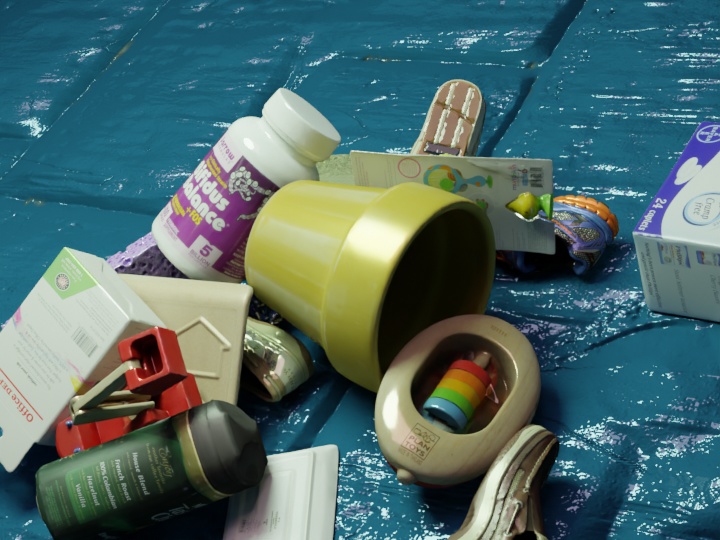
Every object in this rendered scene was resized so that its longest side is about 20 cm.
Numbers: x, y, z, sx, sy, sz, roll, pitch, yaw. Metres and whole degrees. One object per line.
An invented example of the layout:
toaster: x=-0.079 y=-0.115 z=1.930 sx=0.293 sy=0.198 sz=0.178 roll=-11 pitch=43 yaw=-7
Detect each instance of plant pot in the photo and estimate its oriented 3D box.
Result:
plant pot: x=0.000 y=0.000 z=1.549 sx=0.188 sy=0.201 sz=0.201 roll=23 pitch=53 yaw=33

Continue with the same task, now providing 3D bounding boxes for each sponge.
sponge: x=-0.267 y=0.050 z=1.698 sx=0.200 sy=0.112 sz=0.030 roll=-33 pitch=36 yaw=-18

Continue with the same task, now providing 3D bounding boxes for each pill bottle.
pill bottle: x=-0.113 y=-0.084 z=1.637 sx=0.200 sy=0.112 sz=0.112 roll=-50 pitch=34 yaw=14

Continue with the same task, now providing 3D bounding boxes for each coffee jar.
coffee jar: x=-0.188 y=0.187 z=1.475 sx=0.199 sy=0.104 sz=0.086 roll=-22 pitch=75 yaw=11

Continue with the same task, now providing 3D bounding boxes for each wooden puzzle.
wooden puzzle: x=-0.190 y=0.108 z=1.592 sx=0.185 sy=0.046 sz=0.201 roll=4 pitch=81 yaw=31

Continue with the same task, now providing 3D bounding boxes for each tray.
tray: x=-0.077 y=0.232 z=1.458 sx=0.107 sy=0.022 sz=0.200 roll=-12 pitch=37 yaw=12

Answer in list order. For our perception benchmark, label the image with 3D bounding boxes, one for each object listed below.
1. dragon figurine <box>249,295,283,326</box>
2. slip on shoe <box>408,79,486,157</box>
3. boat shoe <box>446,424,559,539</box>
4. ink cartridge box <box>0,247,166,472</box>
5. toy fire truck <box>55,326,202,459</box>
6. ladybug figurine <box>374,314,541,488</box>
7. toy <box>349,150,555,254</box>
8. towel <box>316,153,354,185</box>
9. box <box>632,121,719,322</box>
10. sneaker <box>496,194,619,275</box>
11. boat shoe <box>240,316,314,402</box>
dragon figurine: x=-0.037 y=0.013 z=1.686 sx=0.199 sy=0.059 sz=0.100 roll=-12 pitch=38 yaw=6
slip on shoe: x=0.077 y=-0.101 z=1.682 sx=0.076 sy=0.061 sz=0.201 roll=17 pitch=77 yaw=15
boat shoe: x=0.127 y=0.221 z=1.350 sx=0.075 sy=0.075 sz=0.203 roll=21 pitch=57 yaw=24
ink cartridge box: x=-0.299 y=0.093 z=1.590 sx=0.117 sy=0.067 sz=0.200 roll=44 pitch=102 yaw=27
toy fire truck: x=-0.221 y=0.126 z=1.495 sx=0.200 sy=0.141 sz=0.049 roll=-29 pitch=65 yaw=21
ladybug figurine: x=0.084 y=0.125 z=1.459 sx=0.136 sy=0.072 sz=0.200 roll=32 pitch=53 yaw=14
toy: x=0.096 y=-0.077 z=1.600 sx=0.199 sy=0.115 sz=0.047 roll=6 pitch=41 yaw=16
towel: x=-0.041 y=-0.088 z=1.782 sx=0.199 sy=0.037 sz=0.148 roll=-2 pitch=30 yaw=-18
box: x=0.389 y=-0.042 z=1.526 sx=0.199 sy=0.105 sz=0.184 roll=10 pitch=46 yaw=33
sneaker: x=0.160 y=-0.036 z=1.651 sx=0.199 sy=0.075 sz=0.079 roll=1 pitch=44 yaw=28
boat shoe: x=-0.139 y=0.077 z=1.639 sx=0.200 sy=0.073 sz=0.063 roll=17 pitch=47 yaw=38
